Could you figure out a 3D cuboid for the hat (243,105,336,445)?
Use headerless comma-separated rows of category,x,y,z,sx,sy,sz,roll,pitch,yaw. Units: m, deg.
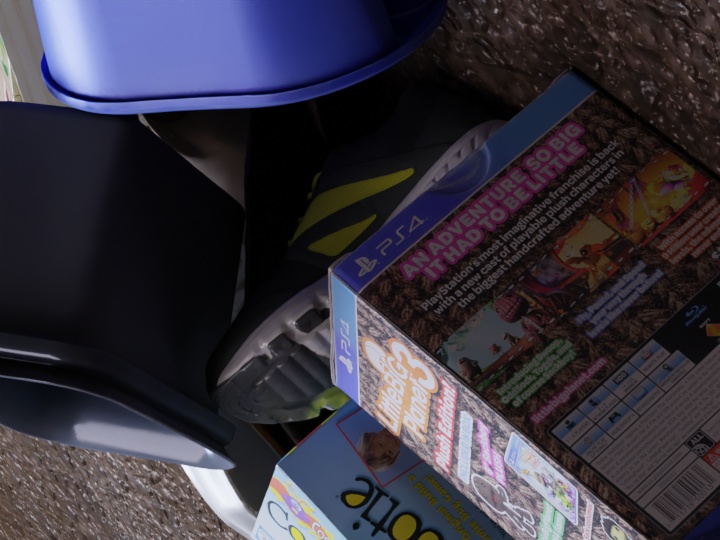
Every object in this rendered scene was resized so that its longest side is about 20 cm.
hat,0.000,0.000,1.372,0.080,0.201,0.202,-12,125,17

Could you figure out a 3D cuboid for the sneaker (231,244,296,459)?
sneaker,-0.050,0.031,1.465,0.201,0.073,0.085,59,-176,6

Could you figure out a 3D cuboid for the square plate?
square plate,-0.079,0.084,1.453,0.201,0.028,0.198,58,-174,28

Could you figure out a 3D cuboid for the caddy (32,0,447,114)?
caddy,-0.059,-0.129,1.217,0.198,0.142,0.106,-1,122,23

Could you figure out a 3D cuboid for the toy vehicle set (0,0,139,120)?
toy vehicle set,-0.162,-0.127,1.401,0.201,0.026,0.124,68,-171,22

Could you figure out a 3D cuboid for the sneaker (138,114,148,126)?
sneaker,-0.174,-0.149,1.531,0.075,0.089,0.201,94,158,-57

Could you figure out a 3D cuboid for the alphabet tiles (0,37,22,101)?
alphabet tiles,-0.212,-0.117,1.503,0.167,0.006,0.201,-120,21,-47

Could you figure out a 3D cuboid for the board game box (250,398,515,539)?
board game box,0.056,0.087,1.291,0.105,0.200,0.103,45,156,11

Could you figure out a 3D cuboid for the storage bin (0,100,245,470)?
storage bin,-0.137,0.006,1.273,0.144,0.135,0.200,7,167,20

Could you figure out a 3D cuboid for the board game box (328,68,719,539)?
board game box,0.109,0.037,1.175,0.200,0.159,0.097,40,155,24

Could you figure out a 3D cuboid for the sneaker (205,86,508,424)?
sneaker,-0.002,-0.008,1.281,0.085,0.200,0.075,42,170,41

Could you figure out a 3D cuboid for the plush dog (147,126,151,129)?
plush dog,-0.144,-0.031,1.577,0.200,0.160,0.172,45,132,11

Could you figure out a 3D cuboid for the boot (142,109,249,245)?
boot,-0.094,-0.093,1.398,0.201,0.070,0.146,57,-173,5
